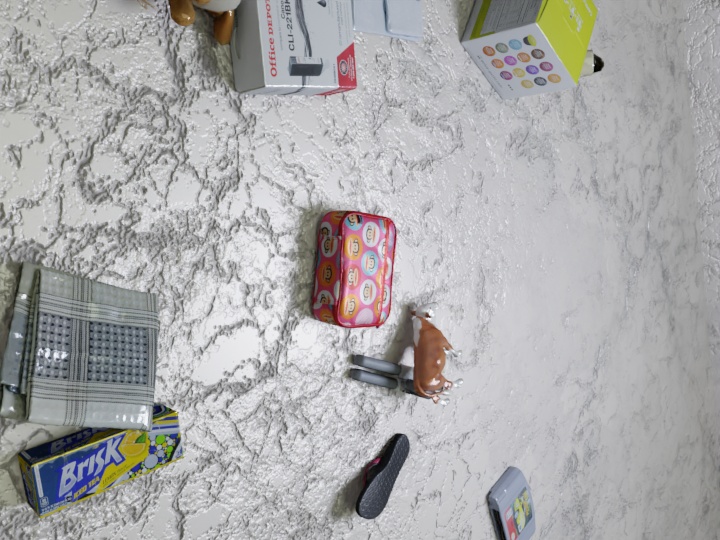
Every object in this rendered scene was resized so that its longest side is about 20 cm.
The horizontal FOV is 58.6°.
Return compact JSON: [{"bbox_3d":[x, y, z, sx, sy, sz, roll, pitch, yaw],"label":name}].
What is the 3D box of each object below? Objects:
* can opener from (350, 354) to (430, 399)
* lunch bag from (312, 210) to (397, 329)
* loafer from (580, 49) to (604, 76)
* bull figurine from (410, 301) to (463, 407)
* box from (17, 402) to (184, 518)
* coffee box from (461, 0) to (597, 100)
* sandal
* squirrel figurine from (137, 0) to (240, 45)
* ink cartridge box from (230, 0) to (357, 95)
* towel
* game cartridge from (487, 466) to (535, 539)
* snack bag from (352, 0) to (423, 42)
[{"bbox_3d":[0.066,0.204,1.244,0.196,0.066,0.054,22,80,-37],"label":"can opener"},{"bbox_3d":[0.000,0.000,1.159,0.173,0.080,0.208,4,92,-47],"label":"lunch bag"},{"bbox_3d":[0.571,-0.546,1.673,0.196,0.067,0.078,-15,103,-42],"label":"loafer"},{"bbox_3d":[0.145,0.164,1.267,0.120,0.065,0.205,31,50,-26],"label":"bull figurine"},{"bbox_3d":[-0.340,0.246,0.854,0.196,0.063,0.073,-15,102,-43],"label":"box"},{"bbox_3d":[0.370,-0.529,1.394,0.198,0.194,0.205,35,70,-39],"label":"coffee box"},{"bbox_3d":[0.038,0.398,1.247,0.200,0.044,0.077,-48,130,-47],"label":"sandal"},{"bbox_3d":[-0.251,-0.438,0.874,0.182,0.140,0.207,-2,80,-32],"label":"squirrel figurine"},{"bbox_3d":[-0.105,-0.361,1.027,0.196,0.082,0.150,-14,103,-42],"label":"ink cartridge box"},{"bbox_3d":[-0.347,0.100,0.817,0.197,0.034,0.199,18,61,-42],"label":"towel"},{"bbox_3d":[0.377,0.596,1.582,0.132,0.040,0.206,-35,116,-41],"label":"game cartridge"},{"bbox_3d":[0.046,-0.540,1.204,0.196,0.021,0.196,-10,100,-43],"label":"snack bag"}]
